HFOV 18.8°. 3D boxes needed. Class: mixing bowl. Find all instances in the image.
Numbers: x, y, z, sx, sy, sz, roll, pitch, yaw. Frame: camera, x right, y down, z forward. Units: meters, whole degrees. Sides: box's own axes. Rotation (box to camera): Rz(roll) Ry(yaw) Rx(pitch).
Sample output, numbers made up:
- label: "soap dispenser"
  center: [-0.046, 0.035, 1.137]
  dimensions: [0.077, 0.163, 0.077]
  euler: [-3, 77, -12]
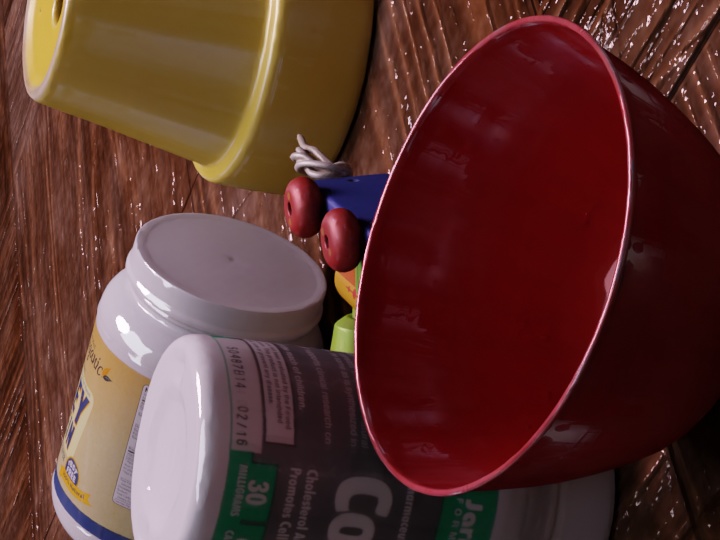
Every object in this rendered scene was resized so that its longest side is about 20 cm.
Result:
- label: "mixing bowl"
  center: [0.092, 0.006, 0.898]
  dimensions: [0.200, 0.108, 0.200]
  euler: [-38, 43, 48]

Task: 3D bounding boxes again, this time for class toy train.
- label: "toy train"
  center: [0.000, 0.000, 1.222]
  dimensions: [0.200, 0.085, 0.116]
  euler: [-139, 46, -66]

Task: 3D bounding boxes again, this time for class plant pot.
- label: "plant pot"
  center: [-0.113, -0.158, 1.410]
  dimensions: [0.201, 0.189, 0.201]
  euler: [-173, 90, -69]

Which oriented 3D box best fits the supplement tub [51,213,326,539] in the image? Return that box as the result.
- label: "supplement tub"
  center: [-0.106, 0.079, 1.365]
  dimensions: [0.144, 0.144, 0.200]
  euler: [-117, 40, -57]

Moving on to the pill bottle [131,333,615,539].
- label: "pill bottle"
  center: [0.006, 0.095, 0.984]
  dimensions: [0.113, 0.200, 0.113]
  euler: [-172, 90, -70]
